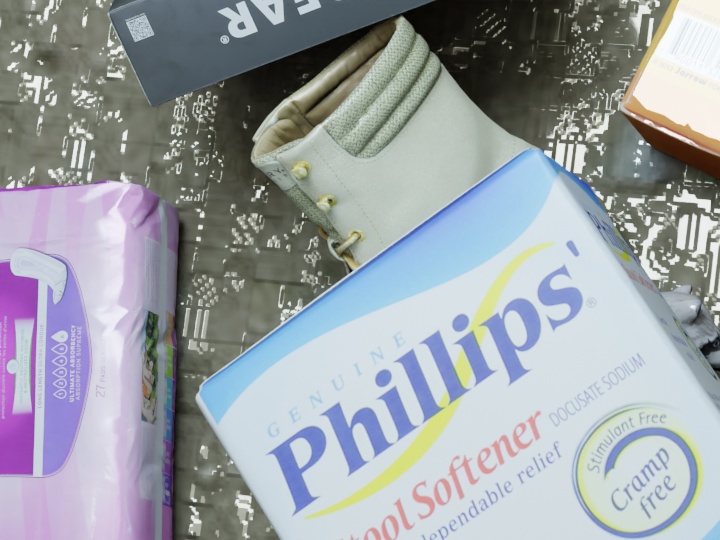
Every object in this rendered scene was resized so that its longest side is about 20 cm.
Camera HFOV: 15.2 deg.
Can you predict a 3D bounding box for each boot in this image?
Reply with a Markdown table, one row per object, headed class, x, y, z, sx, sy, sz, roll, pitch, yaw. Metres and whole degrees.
| class | x | y | z | sx | sy | sz | roll | pitch | yaw |
| --- | --- | --- | --- | --- | --- | --- | --- | --- | --- |
| boot | 0.000 | 0.000 | 1.233 | 0.200 | 0.155 | 0.072 | -50 | 26 | -2 |

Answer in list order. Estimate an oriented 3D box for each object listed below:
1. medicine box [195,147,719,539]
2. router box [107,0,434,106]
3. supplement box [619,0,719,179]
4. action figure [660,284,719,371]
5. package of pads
| class | x | y | z | sx | sy | sz | roll | pitch | yaw |
| --- | --- | --- | --- | --- | --- | --- | --- | --- | --- |
| medicine box | 0.064 | 0.085 | 1.129 | 0.182 | 0.103 | 0.200 | -36 | 75 | 9 |
| router box | -0.010 | -0.158 | 1.269 | 0.199 | 0.157 | 0.052 | -20 | 112 | 12 |
| supplement box | 0.196 | -0.142 | 1.248 | 0.069 | 0.067 | 0.201 | 28 | 87 | 23 |
| action figure | 0.136 | 0.104 | 1.200 | 0.199 | 0.105 | 0.195 | 11 | 92 | 22 |
| package of pads | -0.152 | 0.061 | 1.310 | 0.120 | 0.076 | 0.201 | -4 | 78 | 15 |
